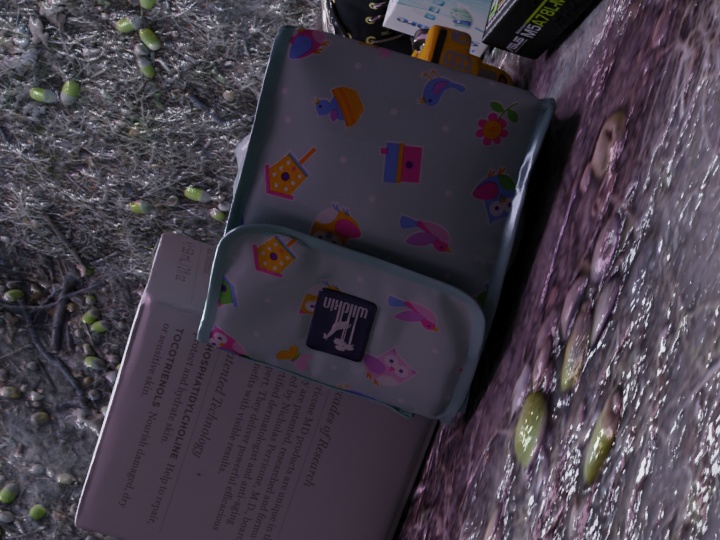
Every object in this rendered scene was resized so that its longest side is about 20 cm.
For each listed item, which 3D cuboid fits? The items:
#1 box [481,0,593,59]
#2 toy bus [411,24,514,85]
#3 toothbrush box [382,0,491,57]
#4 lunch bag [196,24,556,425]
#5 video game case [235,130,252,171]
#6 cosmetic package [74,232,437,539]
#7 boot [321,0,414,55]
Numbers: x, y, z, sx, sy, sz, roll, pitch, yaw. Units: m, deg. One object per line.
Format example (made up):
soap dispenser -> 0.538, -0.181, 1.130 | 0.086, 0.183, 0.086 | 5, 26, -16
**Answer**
box -> 0.137, -0.246, 0.997 | 0.200, 0.047, 0.194 | 138, 146, -75
toy bus -> 0.051, -0.103, 1.177 | 0.200, 0.078, 0.065 | 132, 155, -73
toothbrush box -> 0.092, -0.265, 1.215 | 0.200, 0.085, 0.147 | 130, 157, -70
lunch bag -> 0.006, -0.025, 0.975 | 0.122, 0.170, 0.201 | -70, -3, -87
video game case -> -0.052, -0.061, 1.471 | 0.143, 0.019, 0.200 | -38, 51, 40
cosmetic package -> -0.067, 0.096, 1.129 | 0.167, 0.199, 0.167 | -99, 27, -74
boot -> 0.023, -0.225, 1.417 | 0.154, 0.073, 0.204 | 11, 123, 66
